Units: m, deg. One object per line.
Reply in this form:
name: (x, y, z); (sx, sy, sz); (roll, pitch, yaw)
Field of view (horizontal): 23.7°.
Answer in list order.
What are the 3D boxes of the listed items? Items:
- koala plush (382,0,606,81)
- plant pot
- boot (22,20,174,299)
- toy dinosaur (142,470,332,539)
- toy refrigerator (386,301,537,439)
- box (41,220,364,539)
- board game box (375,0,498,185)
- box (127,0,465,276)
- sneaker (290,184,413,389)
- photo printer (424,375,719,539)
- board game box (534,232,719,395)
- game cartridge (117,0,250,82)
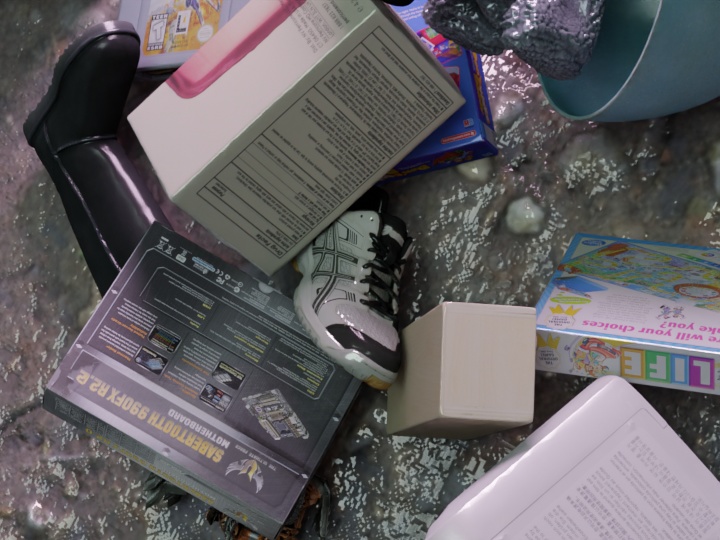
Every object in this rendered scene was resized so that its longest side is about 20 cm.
koala plush: (0.058, -0.245, 1.175); (0.177, 0.199, 0.185); (-146, 67, -65)
plant pot: (0.224, -0.196, 1.202); (0.134, 0.200, 0.201); (7, 80, -19)
boot: (-0.184, -0.072, 1.355); (0.165, 0.065, 0.201); (-48, 61, 47)
toy dinosaur: (-0.087, 0.151, 1.310); (0.135, 0.102, 0.201); (2, 61, 6)
toy refrigerator: (0.069, 0.074, 1.190); (0.070, 0.200, 0.076); (4, 80, -8)
box: (-0.108, 0.080, 1.262); (0.199, 0.048, 0.159); (29, 64, 1)
board game box: (-0.003, -0.135, 1.338); (0.199, 0.045, 0.135); (-13, 76, 18)
box: (-0.047, -0.117, 1.244); (0.200, 0.128, 0.109); (-41, 47, 9)
sneaker: (0.000, 0.000, 1.250); (0.088, 0.076, 0.200); (-44, 35, 18)
photo printer: (0.143, 0.185, 1.093); (0.200, 0.070, 0.167); (-37, 78, -28)
board game box: (0.226, 0.030, 1.180); (0.199, 0.135, 0.034); (7, 123, 22)
game cartridge: (-0.125, -0.221, 1.364); (0.199, 0.041, 0.134); (1, 84, 46)
